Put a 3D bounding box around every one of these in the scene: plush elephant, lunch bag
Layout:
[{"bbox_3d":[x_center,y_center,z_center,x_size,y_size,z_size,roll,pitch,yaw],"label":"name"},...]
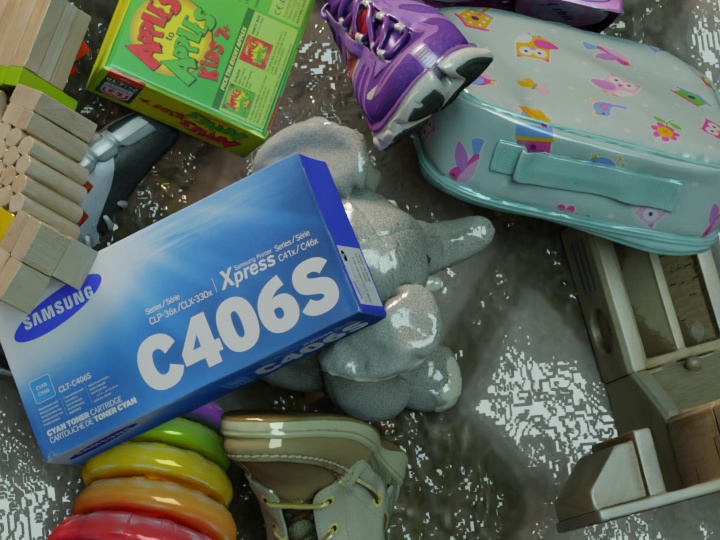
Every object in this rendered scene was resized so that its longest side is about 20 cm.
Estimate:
[{"bbox_3d":[0.000,0.000,1.485,0.200,0.155,0.165,-11,80,-43],"label":"plush elephant"},{"bbox_3d":[0.121,-0.082,1.562,0.199,0.161,0.077,12,120,-13],"label":"lunch bag"}]

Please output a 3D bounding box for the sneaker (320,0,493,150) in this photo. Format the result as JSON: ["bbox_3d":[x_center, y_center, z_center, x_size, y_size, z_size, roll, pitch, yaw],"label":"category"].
[{"bbox_3d":[0.011,-0.125,1.449,0.081,0.200,0.083,-41,107,1],"label":"sneaker"}]

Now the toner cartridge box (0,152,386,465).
[{"bbox_3d":[-0.095,0.022,1.420,0.200,0.043,0.095,-26,76,16],"label":"toner cartridge box"}]

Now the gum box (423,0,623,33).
[{"bbox_3d":[0.064,-0.222,1.619,0.199,0.066,0.114,11,75,-13],"label":"gum box"}]

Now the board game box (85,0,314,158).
[{"bbox_3d":[-0.073,-0.177,1.508,0.101,0.048,0.201,23,72,-12],"label":"board game box"}]

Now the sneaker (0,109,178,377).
[{"bbox_3d":[-0.167,-0.001,1.516,0.200,0.075,0.116,-35,95,-9],"label":"sneaker"}]

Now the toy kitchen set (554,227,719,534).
[{"bbox_3d":[0.172,0.045,1.529,0.163,0.200,0.181,-14,84,-18],"label":"toy kitchen set"}]

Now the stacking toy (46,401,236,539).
[{"bbox_3d":[-0.113,0.104,1.499,0.116,0.110,0.201,7,65,3],"label":"stacking toy"}]

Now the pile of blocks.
[{"bbox_3d":[-0.180,-0.060,1.441,0.062,0.082,0.201,31,49,-46],"label":"pile of blocks"}]

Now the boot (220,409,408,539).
[{"bbox_3d":[-0.031,0.160,1.464,0.072,0.200,0.155,5,79,20],"label":"boot"}]
